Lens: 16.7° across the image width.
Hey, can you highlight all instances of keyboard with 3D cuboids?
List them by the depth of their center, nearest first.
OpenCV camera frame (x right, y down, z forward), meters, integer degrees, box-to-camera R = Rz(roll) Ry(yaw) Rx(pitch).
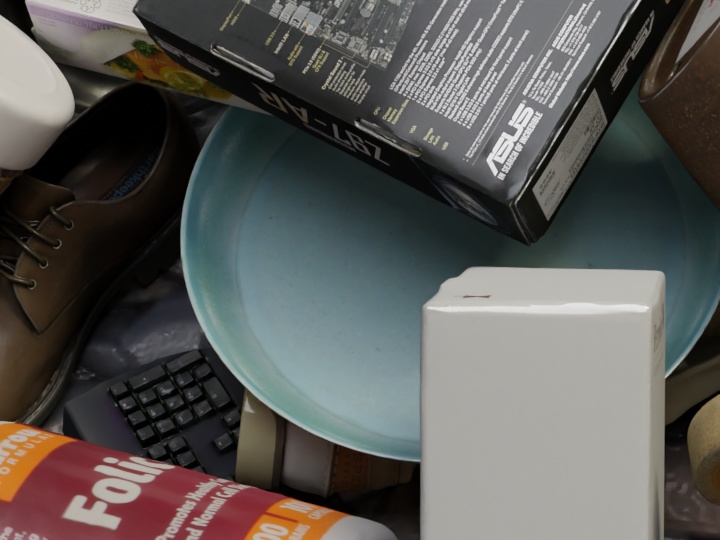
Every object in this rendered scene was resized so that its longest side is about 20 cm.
[{"bbox_3d":[-0.059,0.117,0.901,0.127,0.021,0.200,-28,54,-12],"label":"keyboard"}]

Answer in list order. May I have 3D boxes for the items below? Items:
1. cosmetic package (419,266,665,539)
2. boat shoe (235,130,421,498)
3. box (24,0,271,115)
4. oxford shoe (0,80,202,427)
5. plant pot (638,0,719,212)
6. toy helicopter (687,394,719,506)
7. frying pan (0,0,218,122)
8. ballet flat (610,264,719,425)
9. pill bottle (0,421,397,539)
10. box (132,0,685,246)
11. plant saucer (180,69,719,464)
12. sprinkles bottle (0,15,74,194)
[{"bbox_3d":[0.059,0.103,0.778,0.071,0.101,0.200,1,96,10],"label":"cosmetic package"},{"bbox_3d":[0.000,0.000,0.951,0.068,0.075,0.200,9,58,1],"label":"boat shoe"},{"bbox_3d":[-0.025,-0.081,0.904,0.200,0.039,0.041,14,62,15],"label":"box"},{"bbox_3d":[-0.137,0.000,0.959,0.073,0.084,0.200,25,63,22],"label":"oxford shoe"},{"bbox_3d":[0.201,-0.042,0.825,0.200,0.187,0.187,33,61,-6],"label":"plant pot"},{"bbox_3d":[0.169,0.086,0.773,0.132,0.200,0.079,-24,49,23],"label":"toy helicopter"},{"bbox_3d":[-0.127,-0.096,0.991,0.190,0.115,0.031,-15,45,16],"label":"frying pan"},{"bbox_3d":[0.120,0.015,0.919,0.200,0.070,0.070,-23,54,-8],"label":"ballet flat"},{"bbox_3d":[-0.095,0.115,0.826,0.200,0.114,0.114,13,57,17],"label":"pill bottle"},{"bbox_3d":[0.041,-0.131,0.853,0.160,0.044,0.200,27,80,21],"label":"box"},{"bbox_3d":[0.035,-0.013,0.894,0.200,0.027,0.200,-3,58,4],"label":"plant saucer"},{"bbox_3d":[-0.191,-0.010,0.922,0.200,0.068,0.068,-48,53,20],"label":"sprinkles bottle"}]
